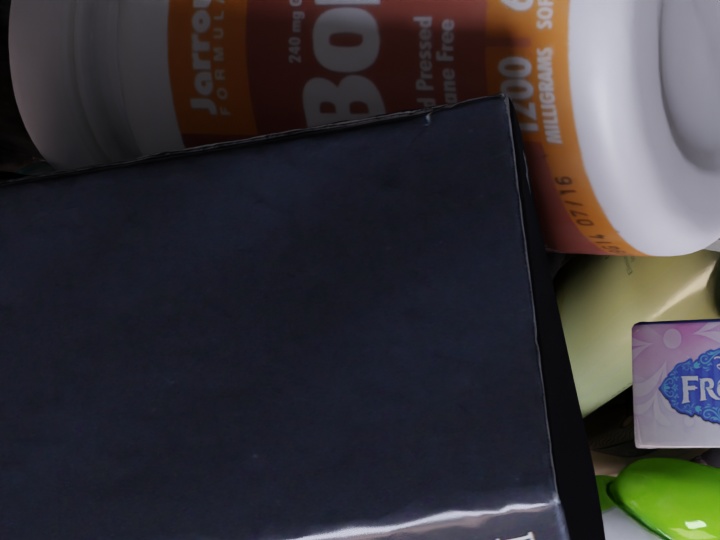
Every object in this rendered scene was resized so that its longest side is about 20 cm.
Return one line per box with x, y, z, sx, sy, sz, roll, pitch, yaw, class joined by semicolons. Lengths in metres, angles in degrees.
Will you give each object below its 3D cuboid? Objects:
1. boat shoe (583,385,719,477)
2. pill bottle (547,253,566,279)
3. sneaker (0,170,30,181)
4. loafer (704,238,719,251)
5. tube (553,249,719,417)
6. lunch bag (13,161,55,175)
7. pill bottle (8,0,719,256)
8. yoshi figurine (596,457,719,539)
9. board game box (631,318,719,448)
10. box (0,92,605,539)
0.069;0.083;1.091;0.200;0.075;0.073;-16;117;47;boat shoe
0.000;0.000;1.023;0.111;0.112;0.200;17;163;-12;pill bottle
-0.036;0.012;0.901;0.199;0.074;0.082;21;-168;-8;sneaker
0.154;-0.034;0.874;0.199;0.070;0.070;8;170;-12;loafer
0.080;0.018;1.010;0.058;0.052;0.200;-12;160;-40;tube
-0.148;0.057;1.051;0.077;0.160;0.200;46;161;10;lunch bag
0.007;-0.063;0.823;0.199;0.113;0.112;2;159;31;pill bottle
0.050;0.095;0.967;0.199;0.113;0.112;8;148;11;yoshi figurine
0.214;0.032;0.939;0.199;0.041;0.200;-2;178;28;board game box
-0.038;0.071;0.772;0.197;0.124;0.200;-10;147;5;box
